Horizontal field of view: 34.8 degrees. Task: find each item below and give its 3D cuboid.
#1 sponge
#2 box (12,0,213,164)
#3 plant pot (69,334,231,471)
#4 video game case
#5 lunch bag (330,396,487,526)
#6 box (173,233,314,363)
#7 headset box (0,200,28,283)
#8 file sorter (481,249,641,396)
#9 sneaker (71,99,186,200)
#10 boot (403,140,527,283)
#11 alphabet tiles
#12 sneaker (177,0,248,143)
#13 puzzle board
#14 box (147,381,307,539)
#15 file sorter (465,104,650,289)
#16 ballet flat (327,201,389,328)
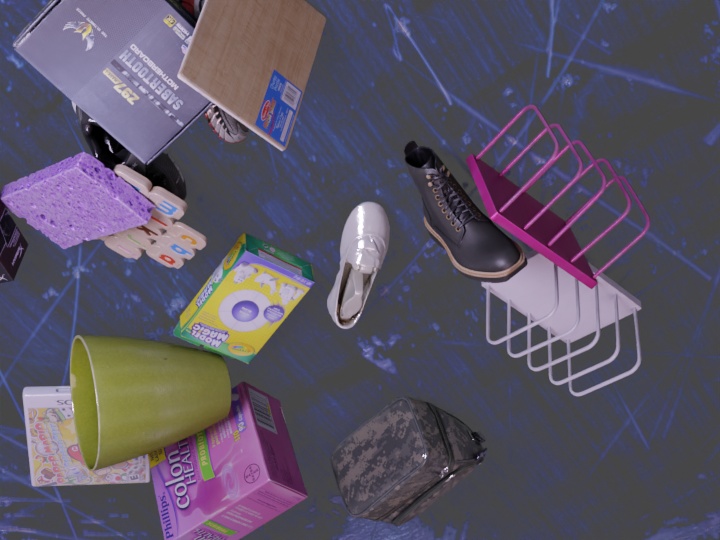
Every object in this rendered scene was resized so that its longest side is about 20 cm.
[{"bbox_3d":[-0.351,-0.083,1.408,0.200,0.030,0.112,-11,137,45],"label":"sponge"},{"bbox_3d":[-0.255,-0.239,1.272,0.158,0.051,0.200,-40,115,14],"label":"box"},{"bbox_3d":[-0.291,0.173,1.618,0.200,0.187,0.187,-6,131,-25],"label":"plant pot"},{"bbox_3d":[-0.411,0.252,1.740,0.182,0.023,0.200,0,129,-10],"label":"video game case"},{"bbox_3d":[0.081,0.306,1.810,0.168,0.139,0.200,21,124,-44],"label":"lunch bag"},{"bbox_3d":[-0.168,0.050,1.608,0.117,0.048,0.200,25,122,-27],"label":"box"},{"bbox_3d":[-0.527,-0.069,1.408,0.149,0.077,0.200,-11,130,13],"label":"headset box"},{"bbox_3d":[0.291,0.076,1.643,0.200,0.125,0.139,32,135,-31],"label":"file sorter"},{"bbox_3d":[-0.283,-0.135,1.405,0.066,0.091,0.200,-29,128,11],"label":"sneaker"},{"bbox_3d":[0.123,-0.075,1.466,0.077,0.200,0.138,-37,128,-14],"label":"boot"},{"bbox_3d":[-0.292,-0.070,1.436,0.195,0.015,0.200,31,149,-17],"label":"alphabet tiles"},{"bbox_3d":[-0.157,-0.239,1.356,0.082,0.078,0.200,-11,130,-3],"label":"sneaker"},{"bbox_3d":[-0.119,-0.251,1.289,0.151,0.200,0.017,35,145,-32],"label":"puzzle board"},{"bbox_3d":[-0.202,0.298,1.707,0.200,0.176,0.097,-34,140,17],"label":"box"},{"bbox_3d":[0.264,-0.101,1.506,0.200,0.139,0.125,31,116,-30],"label":"file sorter"},{"bbox_3d":[0.000,0.000,1.586,0.069,0.069,0.200,6,127,-15],"label":"ballet flat"}]
